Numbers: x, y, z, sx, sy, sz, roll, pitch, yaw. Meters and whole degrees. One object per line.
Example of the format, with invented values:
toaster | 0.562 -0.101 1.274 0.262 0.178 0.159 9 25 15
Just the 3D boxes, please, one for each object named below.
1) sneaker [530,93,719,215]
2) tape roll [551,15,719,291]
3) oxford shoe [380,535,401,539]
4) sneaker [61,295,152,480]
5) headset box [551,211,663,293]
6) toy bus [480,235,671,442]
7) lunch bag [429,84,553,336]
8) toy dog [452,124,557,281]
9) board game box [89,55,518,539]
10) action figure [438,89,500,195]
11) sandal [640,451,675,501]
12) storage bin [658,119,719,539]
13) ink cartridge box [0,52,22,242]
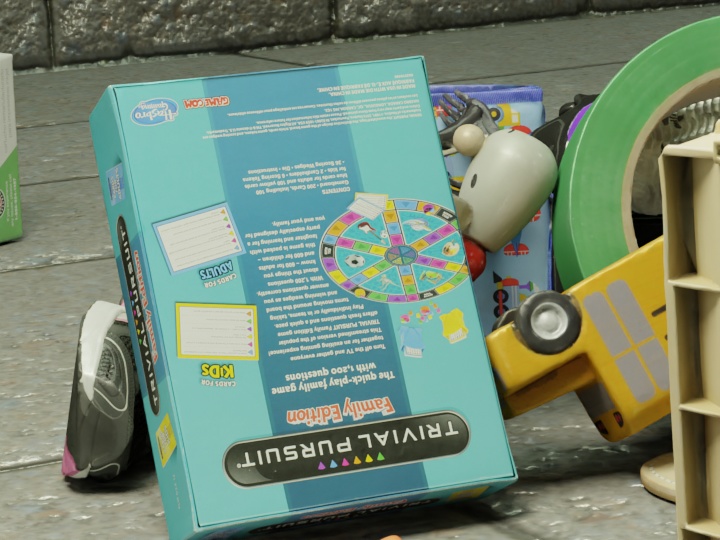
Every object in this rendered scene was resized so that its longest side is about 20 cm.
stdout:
sneaker | 0.159 -0.076 1.361 0.099 0.070 0.200 3 10 38
tape roll | 0.196 -0.025 1.232 0.200 0.201 0.048 -4 -10 -7
oxford shoe | 0.000 0.144 0.798 0.073 0.071 0.200 -23 7 -1
sneaker | -0.092 0.052 1.260 0.086 0.081 0.200 9 18 6
headset box | 0.208 -0.001 1.400 0.174 0.093 0.200 0 11 14
toy bus | 0.150 0.017 1.161 0.200 0.078 0.065 -29 -4 -11
lunch bag | 0.027 -0.030 1.449 0.199 0.151 0.094 -2 11 7
toy dog | 0.000 0.000 1.222 0.200 0.096 0.132 -53 10 -30
board game box | -0.027 0.012 1.111 0.151 0.200 0.047 -7 -13 -21
action figure | -0.014 -0.030 1.335 0.200 0.119 0.102 -19 29 -37
sandal | 0.206 0.068 1.074 0.078 0.070 0.211 -19 18 -37
storage bin | 0.210 0.047 0.852 0.198 0.200 0.094 5 15 37
ink cartridge box | -0.344 -0.079 1.834 0.087 0.146 0.200 6 13 32
